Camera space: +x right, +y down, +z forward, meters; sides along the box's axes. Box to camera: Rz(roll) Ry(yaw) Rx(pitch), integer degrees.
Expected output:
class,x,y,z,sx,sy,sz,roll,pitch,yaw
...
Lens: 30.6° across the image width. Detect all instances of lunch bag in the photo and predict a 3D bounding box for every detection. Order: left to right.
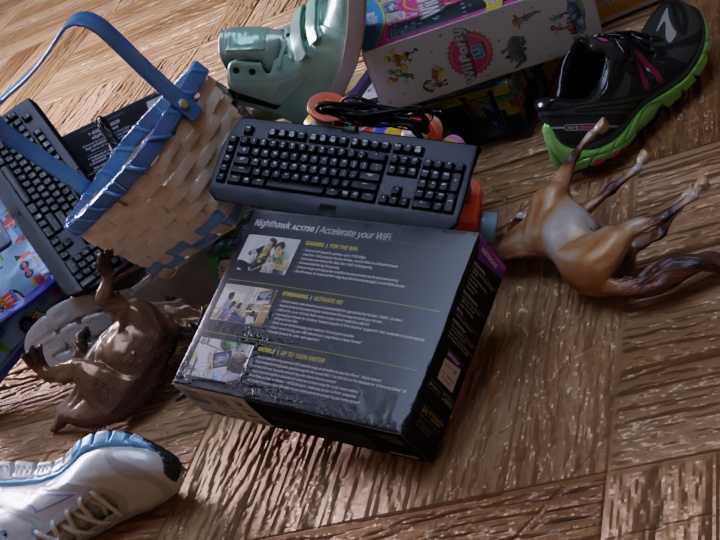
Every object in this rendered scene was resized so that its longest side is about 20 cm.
class,x,y,z,sx,sy,sz,roll,pitch,yaw
lunch bag,-0.343,0.006,1.197,0.200,0.094,0.151,-42,61,11

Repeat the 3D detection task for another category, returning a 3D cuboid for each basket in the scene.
class,x,y,z,sx,sy,sz,roll,pitch,yaw
basket,-0.188,-0.099,1.058,0.176,0.200,0.140,-29,32,46

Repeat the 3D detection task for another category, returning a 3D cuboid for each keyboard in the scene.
class,x,y,z,sx,sy,sz,roll,pitch,yaw
keyboard,-0.251,-0.079,1.161,0.127,0.021,0.200,-34,68,-12
keyboard,-0.014,-0.090,0.972,0.199,0.040,0.105,9,63,19

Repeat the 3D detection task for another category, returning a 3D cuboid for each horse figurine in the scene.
class,x,y,z,sx,sy,sz,roll,pitch,yaw
horse figurine,0.167,-0.030,0.919,0.133,0.050,0.200,-44,34,1

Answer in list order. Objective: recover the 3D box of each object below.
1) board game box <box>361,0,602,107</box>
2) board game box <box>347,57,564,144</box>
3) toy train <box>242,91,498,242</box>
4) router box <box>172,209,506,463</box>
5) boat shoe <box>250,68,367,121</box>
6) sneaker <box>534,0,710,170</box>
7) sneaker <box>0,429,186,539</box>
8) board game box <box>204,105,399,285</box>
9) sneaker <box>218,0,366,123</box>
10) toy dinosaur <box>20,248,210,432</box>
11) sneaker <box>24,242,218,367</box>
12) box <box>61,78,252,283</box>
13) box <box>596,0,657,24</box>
class,x,y,z,sx,sy,sz,roll,pitch,yaw
board game box,0.100,-0.224,1.167,0.199,0.065,0.148,-19,30,8
board game box,0.086,-0.174,1.239,0.199,0.057,0.166,-10,32,35
toy train,0.015,-0.083,1.010,0.199,0.056,0.150,12,36,10
router box,-0.016,0.039,0.909,0.199,0.051,0.150,8,65,35
boat shoe,-0.072,-0.161,1.355,0.200,0.063,0.073,-22,28,20
sneaker,0.213,-0.164,1.062,0.200,0.084,0.077,-46,22,-28
sneaker,-0.210,0.177,0.944,0.199,0.075,0.087,-20,39,29
board game box,-0.038,-0.069,1.110,0.134,0.029,0.200,-17,27,26
sneaker,-0.062,-0.201,1.139,0.117,0.201,0.074,12,51,-9
toy dinosaur,-0.184,0.077,1.068,0.200,0.135,0.086,-50,-16,6
sneaker,-0.199,0.038,1.170,0.199,0.077,0.082,-25,6,1
box,-0.193,-0.080,1.234,0.199,0.133,0.115,-23,-15,13
box,0.226,-0.329,1.308,0.112,0.102,0.200,-20,29,19
